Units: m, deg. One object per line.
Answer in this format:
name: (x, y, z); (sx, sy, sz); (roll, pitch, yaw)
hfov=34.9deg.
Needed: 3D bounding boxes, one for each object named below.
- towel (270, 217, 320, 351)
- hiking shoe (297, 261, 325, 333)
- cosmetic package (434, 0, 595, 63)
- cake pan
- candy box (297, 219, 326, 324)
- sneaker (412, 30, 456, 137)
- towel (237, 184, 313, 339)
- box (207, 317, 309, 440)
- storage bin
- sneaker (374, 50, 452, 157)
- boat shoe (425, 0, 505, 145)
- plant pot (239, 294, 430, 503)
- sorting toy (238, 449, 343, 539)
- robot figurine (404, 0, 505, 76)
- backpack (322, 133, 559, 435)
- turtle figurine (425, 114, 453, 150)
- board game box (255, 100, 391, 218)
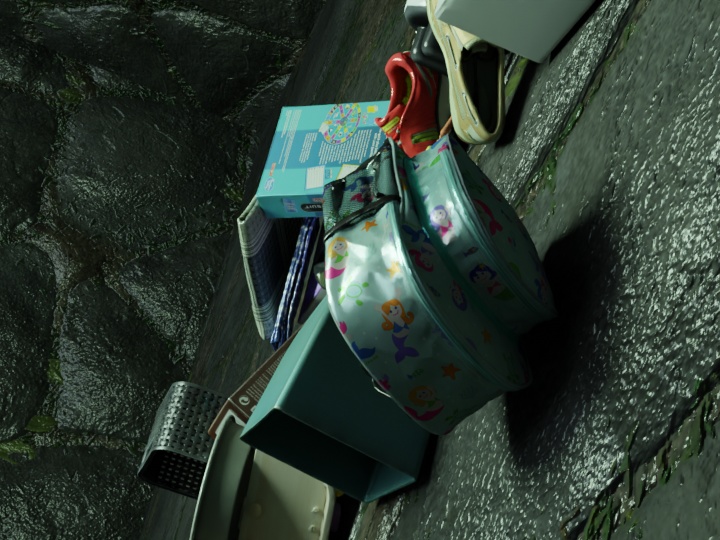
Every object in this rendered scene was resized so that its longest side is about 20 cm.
towel: (-0.079, 0.016, 1.497); (0.145, 0.024, 0.201); (96, -172, -77)
hiking shoe: (0.000, 0.000, 1.319); (0.076, 0.100, 0.201); (-155, 85, -78)
cosmetic package: (0.174, -0.336, 1.040); (0.200, 0.122, 0.200); (133, 155, -59)
cake pan: (-0.144, 0.256, 1.223); (0.200, 0.037, 0.201); (11, -90, -88)
candy box: (-0.007, -0.039, 1.493); (0.168, 0.071, 0.201); (125, 162, -54)
sneaker: (0.092, -0.202, 1.373); (0.083, 0.080, 0.201); (69, -146, -67)
towel: (-0.114, -0.044, 1.522); (0.200, 0.034, 0.193); (-66, -26, -49)
box: (-0.083, 0.133, 1.360); (0.200, 0.075, 0.100); (-47, -5, -37)
storage bin: (-0.160, 0.228, 1.418); (0.135, 0.199, 0.094); (128, 159, -56)
sneaker: (0.054, -0.146, 1.272); (0.077, 0.085, 0.201); (-19, 69, 53)
boat shoe: (0.114, -0.225, 1.122); (0.076, 0.071, 0.201); (-151, 47, -82)
plant pot: (0.003, 0.088, 1.078); (0.201, 0.141, 0.141); (-66, 9, -25)
sorting toy: (-0.069, 0.249, 1.249); (0.180, 0.106, 0.201); (-53, -25, -88)
robot figurine: (0.123, -0.311, 1.242); (0.150, 0.125, 0.201); (15, 83, 38)
backpack: (0.056, 0.012, 0.847); (0.150, 0.178, 0.200); (-29, 30, 23)
turtle figurine: (0.067, -0.053, 1.185); (0.161, 0.064, 0.201); (-37, 38, 43)
board game box: (-0.016, -0.139, 1.429); (0.047, 0.199, 0.152); (65, -149, -50)
